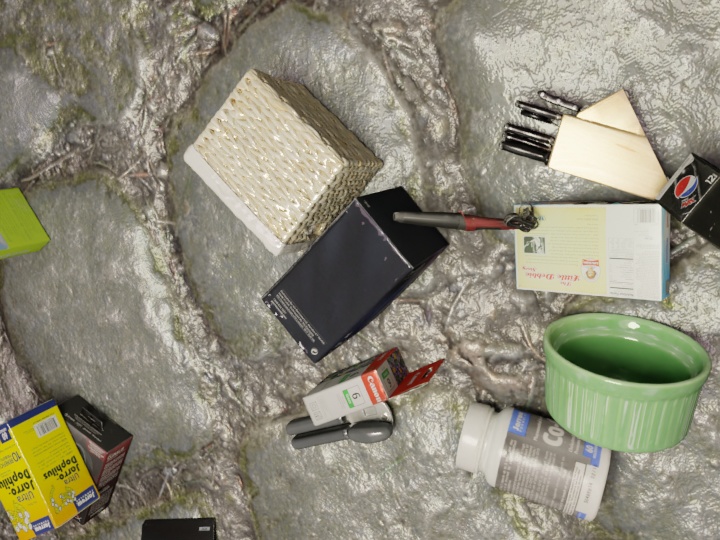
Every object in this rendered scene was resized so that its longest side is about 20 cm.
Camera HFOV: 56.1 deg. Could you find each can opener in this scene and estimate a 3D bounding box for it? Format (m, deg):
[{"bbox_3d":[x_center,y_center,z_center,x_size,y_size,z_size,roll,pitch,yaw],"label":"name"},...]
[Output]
[{"bbox_3d":[-0.037,0.251,1.087,0.196,0.066,0.054,-16,96,28],"label":"can opener"}]

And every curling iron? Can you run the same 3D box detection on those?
[{"bbox_3d":[0.138,-0.070,0.878,0.195,0.026,0.050,2,147,-7],"label":"curling iron"}]

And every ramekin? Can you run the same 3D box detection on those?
[{"bbox_3d":[0.326,0.139,0.851,0.195,0.200,0.100,8,111,19],"label":"ramekin"}]

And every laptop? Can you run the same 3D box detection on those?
[{"bbox_3d":[-0.324,0.582,1.294,0.173,0.104,0.203,-10,123,23],"label":"laptop"}]

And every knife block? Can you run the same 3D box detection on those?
[{"bbox_3d":[0.280,-0.148,0.879,0.173,0.064,0.203,-27,91,24],"label":"knife block"}]

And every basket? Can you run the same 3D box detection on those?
[{"bbox_3d":[-0.103,-0.154,0.958,0.200,0.198,0.162,43,108,8],"label":"basket"}]

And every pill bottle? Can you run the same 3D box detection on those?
[{"bbox_3d":[0.240,0.261,0.950,0.196,0.114,0.117,15,106,17],"label":"pill bottle"}]

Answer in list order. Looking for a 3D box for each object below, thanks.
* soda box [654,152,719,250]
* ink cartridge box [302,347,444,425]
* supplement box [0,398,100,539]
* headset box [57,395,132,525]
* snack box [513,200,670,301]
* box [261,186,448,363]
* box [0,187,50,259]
[{"bbox_3d":[0.441,-0.053,0.783,0.197,0.064,0.071,26,113,-22],"label":"soda box"},{"bbox_3d":[0.021,0.163,1.019,0.197,0.109,0.051,-26,92,23],"label":"ink cartridge box"},{"bbox_3d":[-0.578,0.356,1.210,0.107,0.109,0.203,-25,91,25],"label":"supplement box"},{"bbox_3d":[-0.534,0.353,1.293,0.147,0.077,0.203,31,112,13],"label":"headset box"},{"bbox_3d":[0.294,-0.029,0.877,0.197,0.037,0.119,5,103,41],"label":"snack box"},{"bbox_3d":[0.000,0.000,0.944,0.124,0.200,0.198,47,113,6],"label":"box"},{"bbox_3d":[-0.661,-0.077,1.187,0.047,0.200,0.123,-34,88,23],"label":"box"}]
